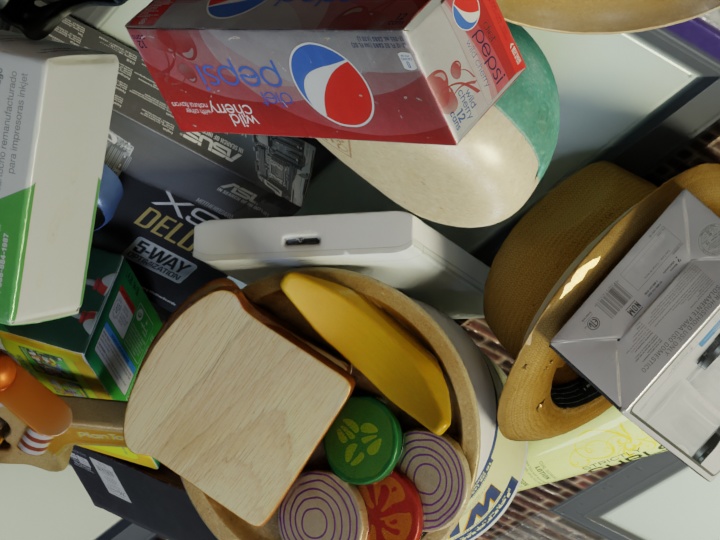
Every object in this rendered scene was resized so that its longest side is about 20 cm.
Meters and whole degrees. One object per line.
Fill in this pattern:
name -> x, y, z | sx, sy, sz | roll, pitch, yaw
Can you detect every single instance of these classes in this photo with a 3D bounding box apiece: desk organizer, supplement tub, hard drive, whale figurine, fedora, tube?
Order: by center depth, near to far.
whale figurine -> 0.018, -0.109, 1.243 | 0.199, 0.104, 0.159 | 29, 162, 16
fedora -> 0.132, 0.005, 1.328 | 0.082, 0.200, 0.201 | 43, 155, 26
hard drive -> 0.000, 0.000, 1.367 | 0.131, 0.026, 0.200 | -2, 168, 19
supplement tub -> 0.026, 0.100, 1.424 | 0.144, 0.146, 0.200 | 2, 169, 13
tube -> 0.156, 0.106, 1.523 | 0.199, 0.052, 0.058 | -19, 175, 29
desk organizer -> -0.111, 0.136, 1.562 | 0.200, 0.077, 0.072 | 16, 141, 46

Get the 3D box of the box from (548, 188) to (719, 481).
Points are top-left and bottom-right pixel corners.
box -> 0.192, 0.041, 1.304 | 0.060, 0.117, 0.200 | 43, -178, 27

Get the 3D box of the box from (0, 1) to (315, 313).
box -> -0.150, -0.064, 1.374 | 0.199, 0.050, 0.158 | 28, 143, -20

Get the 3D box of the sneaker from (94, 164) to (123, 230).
sneaker -> -0.237, -0.026, 1.343 | 0.199, 0.078, 0.070 | -1, 142, 20

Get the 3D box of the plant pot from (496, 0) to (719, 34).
plant pot -> 0.119, -0.182, 1.065 | 0.199, 0.028, 0.200 | -1, 147, -1

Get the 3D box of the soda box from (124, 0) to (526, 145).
soda box -> -0.020, -0.109, 1.129 | 0.199, 0.063, 0.070 | 7, 135, 45

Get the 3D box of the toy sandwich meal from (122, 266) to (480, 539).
toy sandwich meal -> -0.032, 0.088, 1.283 | 0.204, 0.206, 0.070 | -1, -174, 18

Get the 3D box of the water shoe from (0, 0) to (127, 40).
water shoe -> -0.107, -0.172, 1.187 | 0.199, 0.079, 0.071 | -20, 134, 36

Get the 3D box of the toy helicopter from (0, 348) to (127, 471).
toy helicopter -> -0.184, 0.082, 1.368 | 0.199, 0.079, 0.132 | 3, 147, 13

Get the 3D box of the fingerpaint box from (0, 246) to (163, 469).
fingerpaint box -> -0.211, 0.039, 1.462 | 0.166, 0.074, 0.200 | 15, 159, 16

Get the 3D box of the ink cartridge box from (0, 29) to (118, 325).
ink cartridge box -> -0.245, -0.064, 1.252 | 0.199, 0.147, 0.083 | 13, -170, 21
